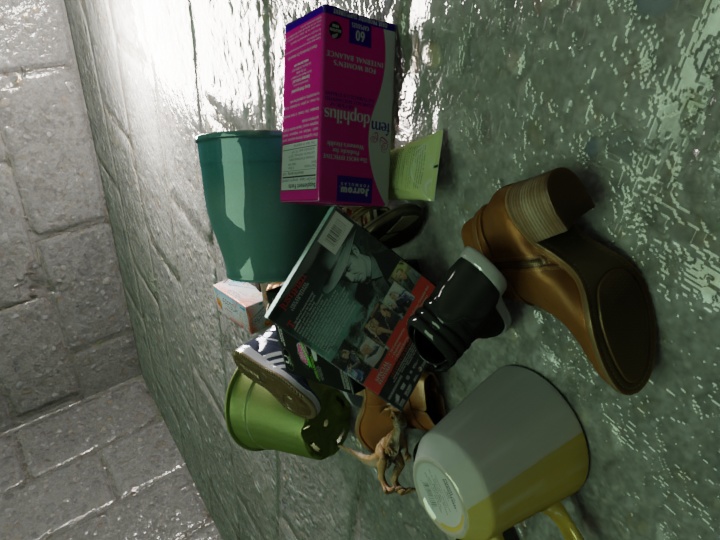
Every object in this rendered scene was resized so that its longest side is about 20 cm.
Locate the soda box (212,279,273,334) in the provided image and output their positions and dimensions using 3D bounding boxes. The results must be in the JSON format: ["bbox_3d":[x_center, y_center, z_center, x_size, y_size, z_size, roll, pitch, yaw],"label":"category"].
[{"bbox_3d":[-0.258,0.073,1.301,0.198,0.067,0.066,22,125,53],"label":"soda box"}]

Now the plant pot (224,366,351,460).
[{"bbox_3d":[-0.120,0.257,1.082,0.186,0.197,0.207,7,114,44],"label":"plant pot"}]

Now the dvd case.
[{"bbox_3d":[0.008,0.046,0.674,0.198,0.149,0.022,36,170,-19],"label":"dvd case"}]

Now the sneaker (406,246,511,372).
[{"bbox_3d":[0.096,0.052,0.586,0.071,0.099,0.200,42,177,22],"label":"sneaker"}]

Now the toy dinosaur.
[{"bbox_3d":[0.036,0.262,0.830,0.202,0.058,0.109,-57,39,47],"label":"toy dinosaur"}]

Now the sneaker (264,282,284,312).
[{"bbox_3d":[-0.107,0.074,0.983,0.081,0.075,0.202,7,149,14],"label":"sneaker"}]

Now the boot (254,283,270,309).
[{"bbox_3d":[-0.148,-0.005,1.078,0.198,0.069,0.151,36,128,36],"label":"boot"}]

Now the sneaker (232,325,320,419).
[{"bbox_3d":[-0.119,0.164,1.012,0.196,0.108,0.072,28,134,30],"label":"sneaker"}]

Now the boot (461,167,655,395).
[{"bbox_3d":[0.171,0.019,0.546,0.204,0.075,0.155,60,157,0],"label":"boot"}]

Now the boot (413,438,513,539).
[{"bbox_3d":[0.142,0.319,0.791,0.203,0.072,0.076,56,173,22],"label":"boot"}]

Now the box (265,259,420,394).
[{"bbox_3d":[-0.017,0.067,0.796,0.198,0.145,0.129,0,106,58],"label":"box"}]

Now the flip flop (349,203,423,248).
[{"bbox_3d":[0.008,-0.053,0.775,0.199,0.079,0.060,-25,71,60],"label":"flip flop"}]

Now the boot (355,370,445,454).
[{"bbox_3d":[0.060,0.211,0.846,0.151,0.074,0.204,3,130,39],"label":"boot"}]

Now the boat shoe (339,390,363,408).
[{"bbox_3d":[-0.039,0.121,0.957,0.085,0.074,0.207,15,132,59],"label":"boat shoe"}]

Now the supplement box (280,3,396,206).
[{"bbox_3d":[-0.028,-0.180,0.683,0.102,0.098,0.209,11,100,55],"label":"supplement box"}]

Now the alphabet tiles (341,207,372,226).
[{"bbox_3d":[0.000,0.000,0.885,0.165,0.007,0.207,20,123,54],"label":"alphabet tiles"}]

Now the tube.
[{"bbox_3d":[0.033,-0.114,0.722,0.198,0.051,0.059,0,121,58],"label":"tube"}]

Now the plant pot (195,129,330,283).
[{"bbox_3d":[-0.127,-0.086,0.820,0.198,0.194,0.196,11,103,56],"label":"plant pot"}]

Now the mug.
[{"bbox_3d":[0.147,0.211,0.614,0.185,0.150,0.154,37,136,43],"label":"mug"}]
